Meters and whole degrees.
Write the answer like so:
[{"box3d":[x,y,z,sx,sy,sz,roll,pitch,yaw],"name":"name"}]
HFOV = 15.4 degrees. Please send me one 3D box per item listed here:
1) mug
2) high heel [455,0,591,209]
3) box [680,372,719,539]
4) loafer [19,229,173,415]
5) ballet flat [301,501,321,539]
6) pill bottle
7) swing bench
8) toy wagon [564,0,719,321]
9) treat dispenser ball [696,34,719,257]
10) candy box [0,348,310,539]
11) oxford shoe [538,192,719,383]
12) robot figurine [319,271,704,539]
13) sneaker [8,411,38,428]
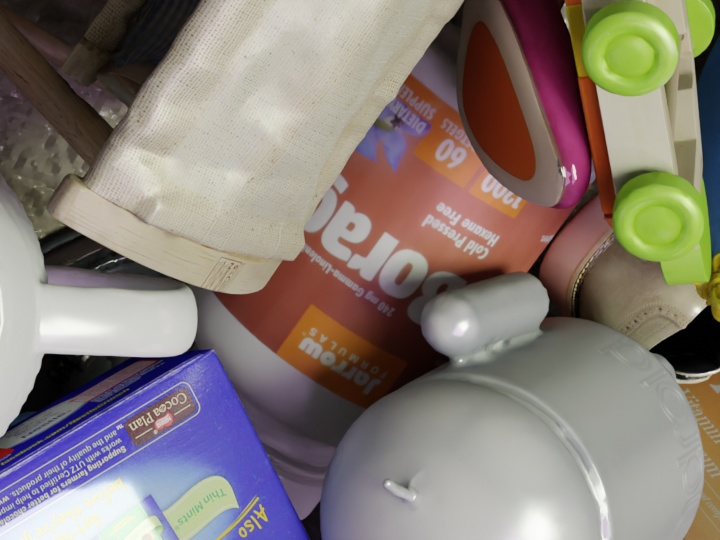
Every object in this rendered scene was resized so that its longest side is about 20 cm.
[{"box3d":[-0.157,0.013,0.947,0.200,0.175,0.148,2,91,-17],"name":"mug"},{"box3d":[0.079,-0.100,1.013,0.096,0.200,0.067,-3,139,-17],"name":"high heel"},{"box3d":[0.213,0.125,1.252,0.200,0.152,0.106,-11,124,-21],"name":"box"},{"box3d":[-0.152,0.060,1.088,0.200,0.063,0.072,-38,127,1],"name":"loafer"},{"box3d":[-0.031,0.125,1.158,0.200,0.057,0.067,14,75,-2],"name":"ballet flat"},{"box3d":[0.000,0.000,1.093,0.112,0.112,0.200,25,106,-36],"name":"pill bottle"},{"box3d":[-0.033,-0.117,0.945,0.130,0.200,0.199,28,106,-36],"name":"swing bench"},{"box3d":[0.107,-0.067,0.980,0.040,0.155,0.200,-5,123,13],"name":"toy wagon"},{"box3d":[0.237,-0.048,1.121,0.201,0.201,0.201,-13,125,-19],"name":"treat dispenser ball"},{"box3d":[-0.092,0.155,0.997,0.169,0.077,0.200,-30,101,-24],"name":"candy box"},{"box3d":[0.127,0.029,1.157,0.071,0.074,0.200,-47,160,-1],"name":"oxford shoe"},{"box3d":[0.059,0.085,1.029,0.200,0.113,0.170,-26,104,-57],"name":"robot figurine"},{"box3d":[-0.140,0.156,1.056,0.083,0.071,0.200,0,93,-20],"name":"sneaker"}]
